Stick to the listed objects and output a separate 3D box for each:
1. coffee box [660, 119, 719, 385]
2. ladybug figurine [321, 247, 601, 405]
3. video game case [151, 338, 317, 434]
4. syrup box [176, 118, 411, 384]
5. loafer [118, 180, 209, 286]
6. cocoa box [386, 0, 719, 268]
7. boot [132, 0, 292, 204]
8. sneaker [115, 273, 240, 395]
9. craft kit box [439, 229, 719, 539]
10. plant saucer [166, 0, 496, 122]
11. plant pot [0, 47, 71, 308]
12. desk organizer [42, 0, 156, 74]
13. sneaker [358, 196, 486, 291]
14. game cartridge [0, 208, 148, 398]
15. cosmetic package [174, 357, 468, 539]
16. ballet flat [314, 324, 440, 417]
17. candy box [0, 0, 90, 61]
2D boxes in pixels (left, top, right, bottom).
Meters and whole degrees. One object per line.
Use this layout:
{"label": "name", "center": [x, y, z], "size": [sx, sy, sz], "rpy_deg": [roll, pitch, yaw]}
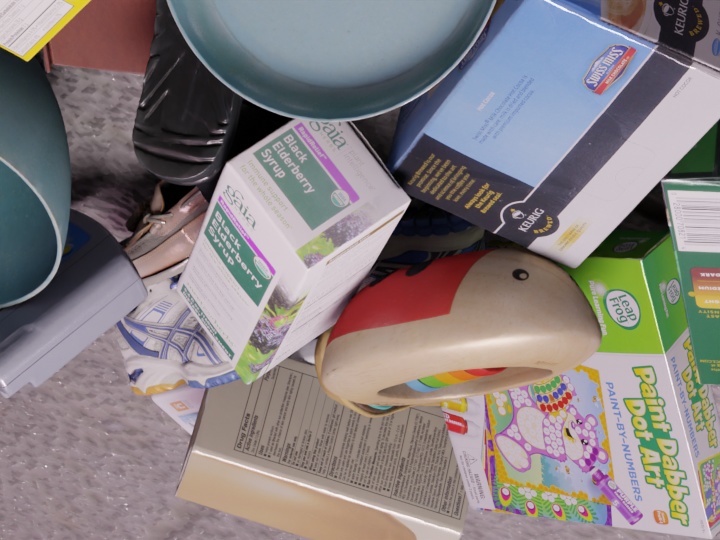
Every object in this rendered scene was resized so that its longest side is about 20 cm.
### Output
{"label": "coffee box", "center": [0.214, -0.035, 1.463], "size": [0.044, 0.123, 0.200], "rpy_deg": [0, 144, 16]}
{"label": "ladybug figurine", "center": [0.054, 0.034, 1.463], "size": [0.136, 0.072, 0.200], "rpy_deg": [6, 164, -43]}
{"label": "video game case", "center": [-0.028, 0.126, 1.845], "size": [0.182, 0.023, 0.200], "rpy_deg": [-15, 136, 34]}
{"label": "syrup box", "center": [-0.043, -0.014, 1.447], "size": [0.079, 0.081, 0.200], "rpy_deg": [52, 158, 9]}
{"label": "loafer", "center": [-0.101, -0.047, 1.608], "size": [0.200, 0.072, 0.063], "rpy_deg": [-23, 110, 37]}
{"label": "cocoa box", "center": [0.117, -0.121, 1.367], "size": [0.131, 0.134, 0.200], "rpy_deg": [23, 144, -12]}
{"label": "boot", "center": [-0.069, -0.136, 1.444], "size": [0.076, 0.201, 0.168], "rpy_deg": [16, 180, 10]}
{"label": "sneaker", "center": [-0.108, 0.030, 1.664], "size": [0.200, 0.075, 0.088], "rpy_deg": [-13, 99, 48]}
{"label": "craft kit box", "center": [0.133, 0.069, 1.586], "size": [0.197, 0.048, 0.201], "rpy_deg": [0, 117, 39]}
{"label": "plant saucer", "center": [-0.013, -0.180, 1.323], "size": [0.199, 0.201, 0.027], "rpy_deg": [0, -176, 18]}
{"label": "plant pot", "center": [-0.266, -0.087, 1.539], "size": [0.199, 0.135, 0.200], "rpy_deg": [9, 144, 6]}
{"label": "desk organizer", "center": [-0.146, -0.201, 1.402], "size": [0.077, 0.072, 0.200], "rpy_deg": [7, 144, 6]}
{"label": "sneaker", "center": [0.000, 0.000, 1.577], "size": [0.200, 0.077, 0.085], "rpy_deg": [-3, 112, 43]}
{"label": "game cartridge", "center": [-0.228, 0.011, 1.619], "size": [0.200, 0.133, 0.041], "rpy_deg": [20, 141, 53]}
{"label": "cosmetic package", "center": [-0.021, 0.133, 1.747], "size": [0.199, 0.105, 0.071], "rpy_deg": [19, 142, -3]}
{"label": "ballet flat", "center": [0.009, 0.067, 1.657], "size": [0.063, 0.069, 0.200], "rpy_deg": [-3, 171, 31]}
{"label": "candy box", "center": [-0.172, -0.191, 1.338], "size": [0.102, 0.026, 0.200], "rpy_deg": [31, 138, -24]}
